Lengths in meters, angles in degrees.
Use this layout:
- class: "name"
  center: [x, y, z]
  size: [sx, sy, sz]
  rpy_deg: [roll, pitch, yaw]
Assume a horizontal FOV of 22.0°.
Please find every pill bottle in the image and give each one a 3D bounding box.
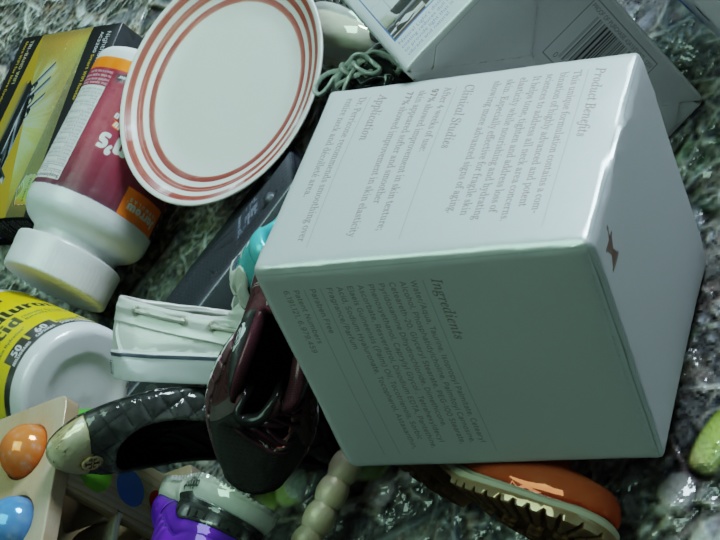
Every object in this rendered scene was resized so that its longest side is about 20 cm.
- class: "pill bottle"
  center: [-0.269, 0.077, 1.471]
  size: [0.200, 0.111, 0.112]
  rpy_deg: [16, 74, 50]
- class: "pill bottle"
  center: [-0.208, -0.074, 1.521]
  size: [0.109, 0.109, 0.201]
  rpy_deg: [8, 69, 48]

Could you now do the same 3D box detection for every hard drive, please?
- class: "hard drive"
  center: [-0.098, 0.005, 1.365]
  size: [0.200, 0.042, 0.135]
  rpy_deg: [-52, 13, 11]

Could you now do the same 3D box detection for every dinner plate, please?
- class: "dinner plate"
  center: [-0.105, -0.142, 1.430]
  size: [0.199, 0.024, 0.201]
  rpy_deg: [-14, 64, 30]

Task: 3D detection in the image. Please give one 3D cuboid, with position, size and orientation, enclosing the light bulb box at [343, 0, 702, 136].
- class: "light bulb box"
  center: [0.087, -0.165, 1.219]
  size: [0.125, 0.198, 0.200]
  rpy_deg: [-44, 41, 8]

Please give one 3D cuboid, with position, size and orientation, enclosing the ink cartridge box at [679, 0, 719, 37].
- class: "ink cartridge box"
  center: [0.191, -0.229, 1.158]
  size: [0.067, 0.200, 0.116]
  rpy_deg: [-45, 39, 10]

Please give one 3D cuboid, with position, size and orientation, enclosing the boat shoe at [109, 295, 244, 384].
- class: "boat shoe"
  center: [-0.072, 0.043, 1.245]
  size: [0.199, 0.072, 0.066]
  rpy_deg: [0, 92, 16]

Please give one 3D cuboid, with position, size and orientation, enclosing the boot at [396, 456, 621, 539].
- class: "boot"
  center: [0.098, 0.100, 1.116]
  size: [0.107, 0.075, 0.200]
  rpy_deg: [-54, 38, -9]

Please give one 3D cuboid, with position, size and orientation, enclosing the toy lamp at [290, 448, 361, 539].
- class: "toy lamp"
  center: [-0.034, 0.173, 1.206]
  size: [0.058, 0.058, 0.201]
  rpy_deg: [12, 70, 49]

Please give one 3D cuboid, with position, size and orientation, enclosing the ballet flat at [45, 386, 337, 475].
- class: "ballet flat"
  center: [-0.110, 0.113, 1.238]
  size: [0.067, 0.199, 0.057]
  rpy_deg: [105, 154, -54]

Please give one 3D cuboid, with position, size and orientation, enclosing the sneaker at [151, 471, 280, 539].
- class: "sneaker"
  center: [-0.115, 0.190, 1.201]
  size: [0.100, 0.069, 0.200]
  rpy_deg: [-63, 6, -15]

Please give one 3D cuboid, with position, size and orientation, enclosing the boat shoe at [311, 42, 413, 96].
- class: "boat shoe"
  center: [0.008, -0.121, 1.294]
  size: [0.073, 0.068, 0.199]
  rpy_deg: [-35, 9, 23]

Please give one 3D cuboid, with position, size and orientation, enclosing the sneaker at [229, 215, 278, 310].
- class: "sneaker"
  center: [0.006, -0.030, 1.213]
  size: [0.199, 0.080, 0.078]
  rpy_deg: [-28, 72, -23]

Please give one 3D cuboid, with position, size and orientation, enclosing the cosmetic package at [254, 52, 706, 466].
- class: "cosmetic package"
  center: [0.075, -0.002, 1.071]
  size: [0.199, 0.167, 0.168]
  rpy_deg: [-4, 40, 25]

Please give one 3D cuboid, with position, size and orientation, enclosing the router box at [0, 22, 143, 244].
- class: "router box"
  center: [-0.281, -0.122, 1.677]
  size: [0.157, 0.052, 0.201]
  rpy_deg: [-1, 62, 45]

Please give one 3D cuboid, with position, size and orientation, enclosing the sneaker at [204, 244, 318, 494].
- class: "sneaker"
  center: [-0.064, 0.081, 1.137]
  size: [0.116, 0.075, 0.201]
  rpy_deg: [-72, -4, -58]

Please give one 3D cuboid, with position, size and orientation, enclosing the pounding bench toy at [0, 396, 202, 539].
- class: "pounding bench toy"
  center: [-0.211, 0.151, 1.321]
  size: [0.124, 0.156, 0.201]
  rpy_deg: [-22, 48, 34]

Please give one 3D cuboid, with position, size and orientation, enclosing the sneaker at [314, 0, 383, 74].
- class: "sneaker"
  center: [-0.048, -0.159, 1.463]
  size: [0.199, 0.070, 0.094]
  rpy_deg: [11, 78, 51]
